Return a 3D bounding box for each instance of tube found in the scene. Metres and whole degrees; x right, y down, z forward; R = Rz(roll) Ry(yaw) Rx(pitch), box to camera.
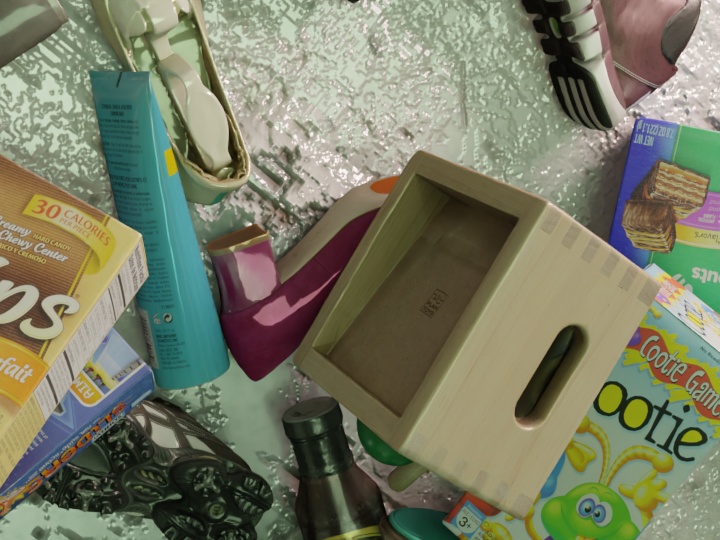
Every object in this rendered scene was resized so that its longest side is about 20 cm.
[{"bbox_3d":[-0.129,-0.026,0.858,0.050,0.077,0.203,-26,112,-39],"label":"tube"}]

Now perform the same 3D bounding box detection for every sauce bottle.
[{"bbox_3d":[-0.009,0.186,0.933,0.065,0.066,0.202,-22,104,-14],"label":"sauce bottle"}]

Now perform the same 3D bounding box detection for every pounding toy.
[{"bbox_3d":[0.062,0.057,0.834,0.141,0.184,0.201,31,90,-29],"label":"pounding toy"}]

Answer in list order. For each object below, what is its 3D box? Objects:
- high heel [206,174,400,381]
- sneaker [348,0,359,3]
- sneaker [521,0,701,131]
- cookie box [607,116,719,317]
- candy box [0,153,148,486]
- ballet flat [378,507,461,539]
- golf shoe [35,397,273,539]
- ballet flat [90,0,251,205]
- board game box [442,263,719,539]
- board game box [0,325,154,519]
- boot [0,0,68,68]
[{"bbox_3d":[0.000,0.000,0.905,0.198,0.067,0.097,-21,109,-16],"label":"high heel"},{"bbox_3d":[-0.023,-0.213,0.862,0.199,0.060,0.105,-32,106,-21],"label":"sneaker"},{"bbox_3d":[0.169,-0.207,0.930,0.115,0.076,0.202,-30,117,-17],"label":"sneaker"},{"bbox_3d":[0.252,0.010,0.941,0.169,0.075,0.203,13,96,17],"label":"cookie box"},{"bbox_3d":[-0.215,0.042,0.728,0.115,0.055,0.201,28,67,8],"label":"candy box"},{"bbox_3d":[0.085,0.211,0.949,0.198,0.068,0.068,13,108,-35],"label":"ballet flat"},{"bbox_3d":[-0.151,0.112,0.857,0.199,0.094,0.078,34,94,-21],"label":"golf shoe"},{"bbox_3d":[-0.118,-0.136,0.843,0.069,0.069,0.202,-25,105,-13],"label":"ballet flat"},{"bbox_3d":[0.161,0.110,0.882,0.103,0.105,0.201,39,107,13],"label":"board game box"},{"bbox_3d":[-0.232,0.035,0.781,0.135,0.035,0.200,-39,74,-20],"label":"board game box"},{"bbox_3d":[-0.254,-0.096,0.775,0.199,0.073,0.183,-29,72,-14],"label":"boot"}]
